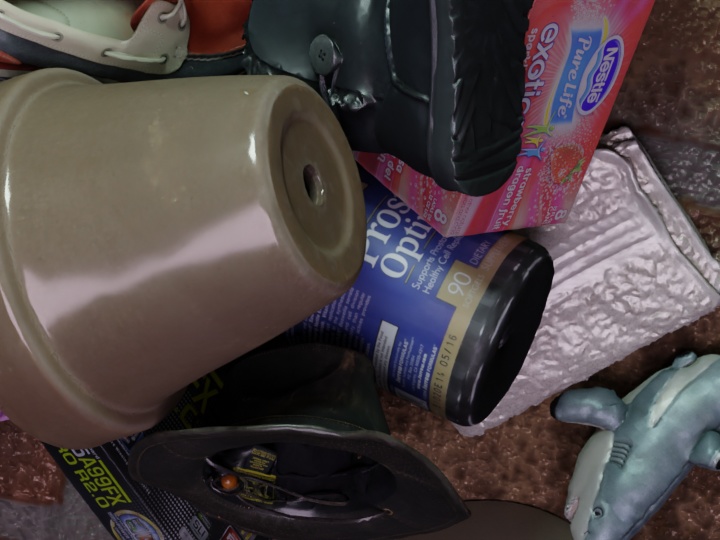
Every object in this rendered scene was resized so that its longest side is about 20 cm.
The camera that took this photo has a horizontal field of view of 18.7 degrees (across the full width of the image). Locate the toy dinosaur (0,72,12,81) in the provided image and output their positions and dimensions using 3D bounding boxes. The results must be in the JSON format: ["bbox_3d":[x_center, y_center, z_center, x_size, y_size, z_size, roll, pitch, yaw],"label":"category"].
[{"bbox_3d":[-0.203,-0.068,1.252,0.199,0.102,0.137,-11,111,-34],"label":"toy dinosaur"}]

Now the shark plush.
[{"bbox_3d":[0.211,0.101,1.320,0.199,0.084,0.091,-23,130,3],"label":"shark plush"}]

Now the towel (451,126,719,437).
[{"bbox_3d":[0.108,0.010,1.308,0.199,0.035,0.133,-31,110,19],"label":"towel"}]

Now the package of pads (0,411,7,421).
[{"bbox_3d":[-0.307,0.028,1.326,0.198,0.076,0.121,0,115,4],"label":"package of pads"}]

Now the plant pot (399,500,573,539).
[{"bbox_3d":[0.079,0.276,1.354,0.185,0.200,0.189,2,117,3],"label":"plant pot"}]

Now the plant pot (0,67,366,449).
[{"bbox_3d":[-0.095,-0.021,1.120,0.173,0.201,0.201,-14,116,24],"label":"plant pot"}]

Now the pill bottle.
[{"bbox_3d":[0.000,0.000,1.241,0.199,0.112,0.113,25,119,15],"label":"pill bottle"}]

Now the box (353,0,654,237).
[{"bbox_3d":[0.084,-0.128,1.183,0.102,0.095,0.201,-7,127,-42],"label":"box"}]

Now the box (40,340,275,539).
[{"bbox_3d":[-0.112,0.078,1.288,0.044,0.160,0.201,-15,117,38],"label":"box"}]

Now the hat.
[{"bbox_3d":[-0.027,0.087,1.189,0.199,0.082,0.201,10,157,4],"label":"hat"}]

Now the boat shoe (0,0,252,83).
[{"bbox_3d":[-0.129,-0.141,1.187,0.198,0.072,0.063,-1,155,-28],"label":"boat shoe"}]

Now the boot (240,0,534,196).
[{"bbox_3d":[0.010,-0.148,1.128,0.167,0.076,0.202,21,117,41],"label":"boot"}]
